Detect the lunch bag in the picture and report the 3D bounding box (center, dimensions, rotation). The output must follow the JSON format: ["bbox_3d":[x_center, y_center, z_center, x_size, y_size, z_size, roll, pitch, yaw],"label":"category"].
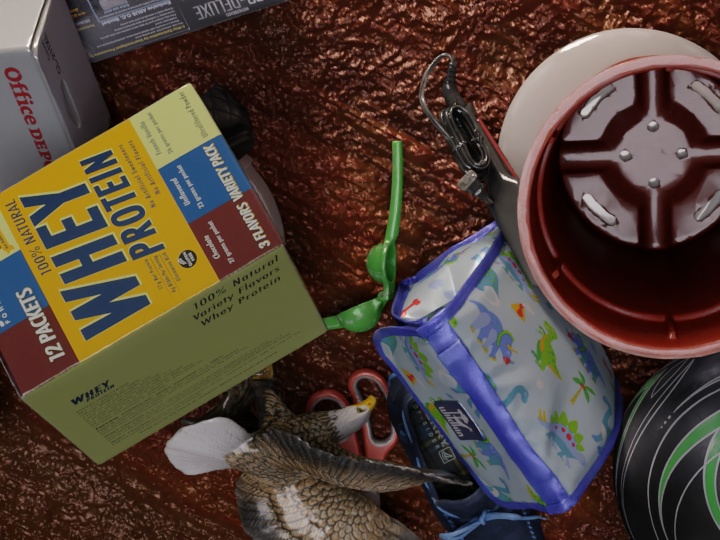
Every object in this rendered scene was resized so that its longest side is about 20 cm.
[{"bbox_3d":[0.103,0.074,1.414,0.127,0.200,0.170,-35,99,12],"label":"lunch bag"}]

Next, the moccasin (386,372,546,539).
[{"bbox_3d":[0.076,0.168,1.504,0.080,0.068,0.200,-35,103,8],"label":"moccasin"}]

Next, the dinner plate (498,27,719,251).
[{"bbox_3d":[0.202,-0.080,1.458,0.199,0.024,0.201,1,105,5],"label":"dinner plate"}]

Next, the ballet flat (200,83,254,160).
[{"bbox_3d":[-0.166,-0.078,1.406,0.057,0.199,0.067,55,147,17],"label":"ballet flat"}]

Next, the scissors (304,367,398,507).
[{"bbox_3d":[0.013,0.175,1.542,0.073,0.014,0.201,-16,100,7],"label":"scissors"}]

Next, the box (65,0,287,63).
[{"bbox_3d":[-0.168,-0.239,1.403,0.199,0.050,0.158,-17,132,9],"label":"box"}]

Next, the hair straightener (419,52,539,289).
[{"bbox_3d":[0.097,-0.075,1.412,0.041,0.077,0.201,-32,72,21],"label":"hair straightener"}]

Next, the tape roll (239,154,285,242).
[{"bbox_3d":[-0.156,-0.014,1.500,0.202,0.037,0.204,1,104,6],"label":"tape roll"}]

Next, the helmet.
[{"bbox_3d":[0.283,0.140,1.422,0.199,0.200,0.192,-9,95,7],"label":"helmet"}]

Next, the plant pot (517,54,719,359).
[{"bbox_3d":[0.208,-0.063,1.349,0.200,0.195,0.202,1,104,4],"label":"plant pot"}]

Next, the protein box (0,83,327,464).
[{"bbox_3d":[-0.151,0.009,1.345,0.198,0.200,0.135,-30,71,-3],"label":"protein box"}]

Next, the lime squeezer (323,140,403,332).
[{"bbox_3d":[0.000,0.000,1.496,0.071,0.038,0.200,43,107,26],"label":"lime squeezer"}]

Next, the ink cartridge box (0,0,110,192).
[{"bbox_3d":[-0.298,-0.128,1.418,0.199,0.083,0.146,-2,138,13],"label":"ink cartridge box"}]

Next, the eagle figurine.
[{"bbox_3d":[-0.029,0.146,1.445,0.151,0.152,0.200,-45,68,2],"label":"eagle figurine"}]
